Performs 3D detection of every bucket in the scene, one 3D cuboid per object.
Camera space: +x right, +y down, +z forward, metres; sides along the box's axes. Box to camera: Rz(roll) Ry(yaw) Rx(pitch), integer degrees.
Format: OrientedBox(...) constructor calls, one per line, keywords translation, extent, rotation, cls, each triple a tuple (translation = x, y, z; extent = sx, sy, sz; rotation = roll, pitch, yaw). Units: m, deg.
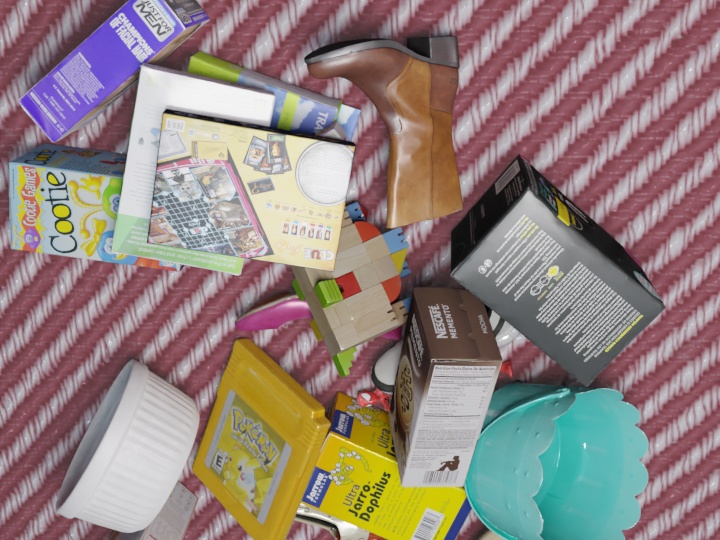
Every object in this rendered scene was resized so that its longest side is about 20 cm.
OrientedBox(translation=(0.224, 0.229, 1.077), extent=(0.205, 0.134, 0.211), rotation=(-2, 94, -37), cls="bucket")

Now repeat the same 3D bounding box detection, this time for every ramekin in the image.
OrientedBox(translation=(-0.280, 0.222, 1.136), extent=(0.104, 0.201, 0.201), rotation=(29, 110, -16), cls="ramekin")

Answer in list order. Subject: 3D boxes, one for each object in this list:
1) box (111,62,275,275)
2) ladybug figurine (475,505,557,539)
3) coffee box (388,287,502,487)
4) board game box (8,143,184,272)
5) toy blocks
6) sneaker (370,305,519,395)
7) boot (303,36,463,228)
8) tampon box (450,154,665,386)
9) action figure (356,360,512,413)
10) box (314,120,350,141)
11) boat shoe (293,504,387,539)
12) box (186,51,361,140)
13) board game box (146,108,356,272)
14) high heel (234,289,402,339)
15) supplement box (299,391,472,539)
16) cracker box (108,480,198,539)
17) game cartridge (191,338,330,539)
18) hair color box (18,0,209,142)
OrientedBox(translation=(-0.179, -0.105, 0.986), extent=(0.142, 0.036, 0.203), rotation=(11, 104, -12), cls="box")
OrientedBox(translation=(0.216, 0.369, 1.206), extent=(0.199, 0.072, 0.136), rotation=(-33, 105, 14), cls="ladybug figurine")
OrientedBox(translation=(0.088, 0.131, 1.025), extent=(0.079, 0.114, 0.202), rotation=(1, 128, -10), cls="coffee box")
OrientedBox(translation=(-0.291, -0.075, 1.075), extent=(0.197, 0.105, 0.105), rotation=(8, 110, 3), cls="board game box")
OrientedBox(translation=(0.000, 0.000, 1.060), extent=(0.135, 0.100, 0.202), rotation=(-23, 83, -20), cls="toy blocks")
OrientedBox(translation=(0.094, 0.078, 1.101), extent=(0.198, 0.074, 0.080), rotation=(-31, 144, 9), cls="sneaker")
OrientedBox(translation=(0.028, -0.149, 1.007), extent=(0.186, 0.068, 0.203), rotation=(-11, 107, -34), cls="boot")
OrientedBox(translation=(0.214, -0.003, 1.032), extent=(0.199, 0.150, 0.126), rotation=(39, 109, -9), cls="tampon box")
OrientedBox(translation=(0.092, 0.151, 1.154), extent=(0.197, 0.052, 0.066), rotation=(-6, 114, 9), cls="action figure")
OrientedBox(translation=(-0.098, -0.097, 1.035), extent=(0.198, 0.042, 0.039), rotation=(-30, 105, 17), cls="box")
OrientedBox(translation=(-0.022, 0.327, 1.204), extent=(0.198, 0.063, 0.071), rotation=(28, 146, -3), cls="boat shoe")
OrientedBox(translation=(-0.111, -0.158, 1.060), extent=(0.197, 0.048, 0.123), rotation=(19, 112, -1), cls="box")
OrientedBox(translation=(-0.113, -0.081, 0.959), extent=(0.197, 0.035, 0.137), rotation=(9, 104, -8), cls="board game box")
OrientedBox(translation=(-0.050, 0.065, 1.125), extent=(0.197, 0.067, 0.097), rotation=(-18, 97, -3), cls="high heel")
OrientedBox(translation=(0.037, 0.257, 1.162), extent=(0.198, 0.109, 0.111), rotation=(23, 110, -4), cls="supplement box")
OrientedBox(translation=(-0.289, 0.371, 1.183), extent=(0.058, 0.200, 0.134), rotation=(43, 108, -11), cls="cracker box")
OrientedBox(translation=(-0.128, 0.215, 1.149), extent=(0.176, 0.032, 0.202), rotation=(36, 116, 36), cls="game cartridge")
OrientedBox(translation=(-0.268, -0.232, 1.015), extent=(0.199, 0.110, 0.065), rotation=(-37, 103, 16), cls="hair color box")
